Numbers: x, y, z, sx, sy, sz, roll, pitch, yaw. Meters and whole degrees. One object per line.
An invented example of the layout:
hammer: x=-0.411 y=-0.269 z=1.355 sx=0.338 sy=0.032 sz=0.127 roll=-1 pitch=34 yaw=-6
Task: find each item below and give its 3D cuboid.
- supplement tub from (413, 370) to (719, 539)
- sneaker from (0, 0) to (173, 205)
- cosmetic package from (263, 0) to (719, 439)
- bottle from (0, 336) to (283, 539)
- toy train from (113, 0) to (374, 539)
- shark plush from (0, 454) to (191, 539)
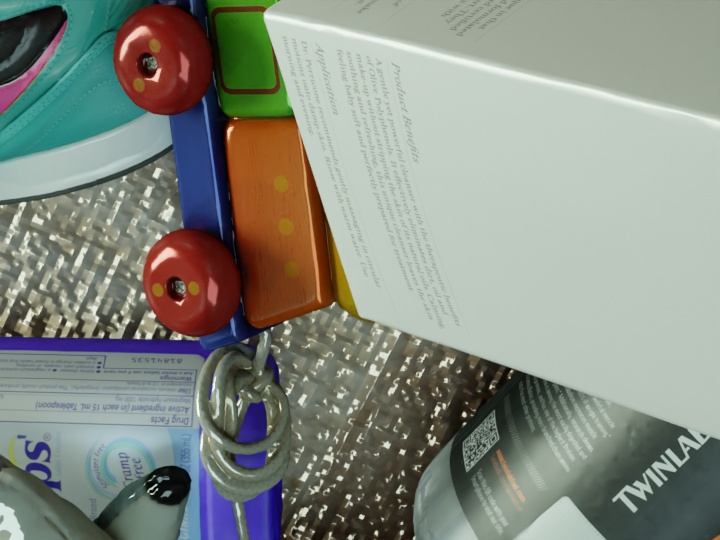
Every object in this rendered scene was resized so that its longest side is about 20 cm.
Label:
supplement tub: x=0.120 y=0.048 z=0.954 sx=0.122 sy=0.123 sz=0.200 roll=34 pitch=115 yaw=-16
sneaker: x=-0.161 y=-0.069 z=0.920 sx=0.199 sy=0.084 sz=0.121 roll=-18 pitch=122 yaw=3
cosmetic package: x=0.078 y=-0.026 z=0.761 sx=0.200 sy=0.085 sz=0.108 roll=18 pitch=135 yaw=44
bottle: x=-0.127 y=0.063 z=1.003 sx=0.199 sy=0.065 sz=0.084 roll=2 pitch=125 yaw=1
toy train: x=0.000 y=0.000 z=0.909 sx=0.115 sy=0.085 sz=0.201 roll=2 pitch=105 yaw=35
shark plush: x=-0.106 y=0.115 z=0.988 sx=0.083 sy=0.091 sz=0.200 roll=19 pitch=159 yaw=10
